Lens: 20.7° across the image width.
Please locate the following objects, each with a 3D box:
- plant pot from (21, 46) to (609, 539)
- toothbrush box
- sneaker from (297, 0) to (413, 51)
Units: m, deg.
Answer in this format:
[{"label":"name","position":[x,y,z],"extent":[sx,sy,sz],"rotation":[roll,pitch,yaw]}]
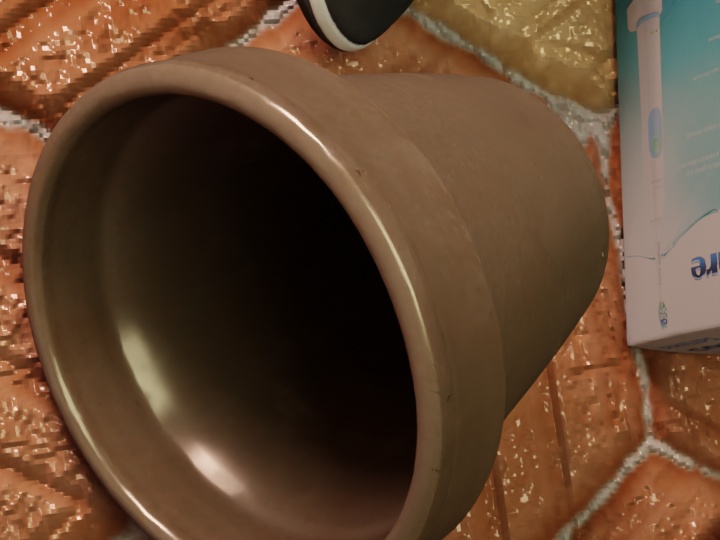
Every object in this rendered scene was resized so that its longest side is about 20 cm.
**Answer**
[{"label":"plant pot","position":[0.000,0.000,0.745],"extent":[0.175,0.200,0.200],"rotation":[-28,95,-46]},{"label":"toothbrush box","position":[0.184,-0.069,0.856],"extent":[0.085,0.146,0.200],"rotation":[5,78,-26]},{"label":"sneaker","position":[0.047,-0.172,0.800],"extent":[0.072,0.083,0.200],"rotation":[24,99,-53]}]
